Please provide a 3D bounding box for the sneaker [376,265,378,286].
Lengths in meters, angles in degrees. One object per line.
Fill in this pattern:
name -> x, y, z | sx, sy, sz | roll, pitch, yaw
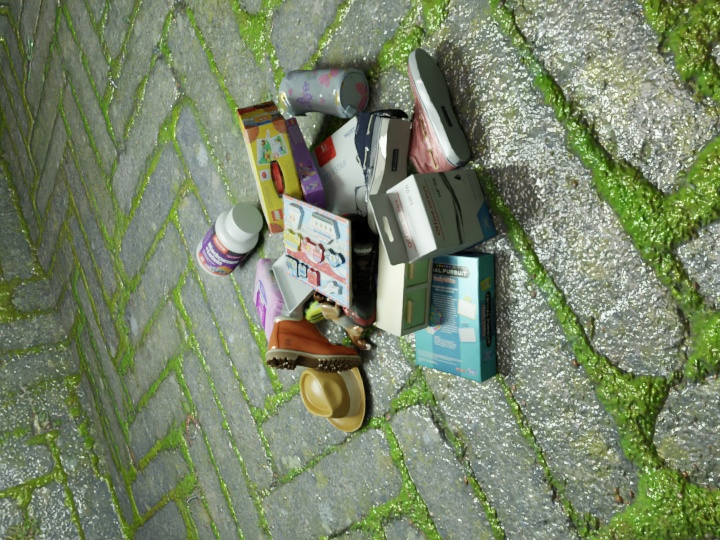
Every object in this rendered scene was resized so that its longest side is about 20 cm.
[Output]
sneaker -> 0.000, 0.000, 1.174 | 0.195, 0.089, 0.076 | 22, 159, 19

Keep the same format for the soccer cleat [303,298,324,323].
soccer cleat -> -0.061, 0.070, 1.294 | 0.082, 0.066, 0.201 | 30, 144, -8

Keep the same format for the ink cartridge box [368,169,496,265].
ink cartridge box -> 0.114, -0.084, 0.957 | 0.067, 0.196, 0.119 | -26, 81, 46

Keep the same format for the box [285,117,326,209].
box -> -0.111, -0.181, 1.228 | 0.139, 0.038, 0.204 | 86, 165, -55

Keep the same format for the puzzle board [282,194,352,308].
puzzle board -> -0.081, -0.037, 1.086 | 0.198, 0.017, 0.156 | 25, 124, 46

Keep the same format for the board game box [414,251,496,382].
board game box -> 0.158, 0.071, 1.059 | 0.148, 0.046, 0.207 | 8, 105, 48

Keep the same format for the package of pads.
package of pads -> -0.184, 0.071, 1.379 | 0.201, 0.073, 0.124 | -126, 43, -55

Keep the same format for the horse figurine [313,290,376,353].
horse figurine -> -0.024, 0.086, 1.199 | 0.131, 0.199, 0.051 | -15, 44, 52

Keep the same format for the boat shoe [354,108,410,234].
boat shoe -> 0.029, -0.172, 1.052 | 0.092, 0.073, 0.207 | 27, 112, 48

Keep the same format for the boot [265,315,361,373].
boot -> -0.091, 0.147, 1.263 | 0.076, 0.193, 0.110 | 120, 156, -56

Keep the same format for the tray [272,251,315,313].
tray -> -0.127, 0.005, 1.304 | 0.107, 0.022, 0.201 | -46, 33, 9

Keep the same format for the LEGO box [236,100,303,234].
LEGO box -> -0.168, -0.198, 1.179 | 0.150, 0.075, 0.205 | -121, 18, -58

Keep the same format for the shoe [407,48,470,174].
shoe -> 0.105, -0.253, 1.026 | 0.090, 0.070, 0.206 | -26, 83, 44

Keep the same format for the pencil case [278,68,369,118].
pencil case -> -0.073, -0.340, 1.191 | 0.197, 0.083, 0.093 | 14, 71, 44

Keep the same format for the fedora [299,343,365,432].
fedora -> -0.072, 0.259, 1.333 | 0.197, 0.080, 0.208 | 15, 111, 45

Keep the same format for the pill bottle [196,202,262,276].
pill bottle -> -0.314, -0.077, 1.506 | 0.199, 0.109, 0.114 | -40, 70, 45

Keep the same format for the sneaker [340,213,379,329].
sneaker -> -0.004, -0.005, 1.064 | 0.098, 0.068, 0.208 | 146, 117, -73

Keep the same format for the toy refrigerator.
toy refrigerator -> 0.078, -0.001, 1.042 | 0.069, 0.074, 0.207 | 18, 112, 44

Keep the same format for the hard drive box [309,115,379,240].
hard drive box -> 0.001, -0.159, 1.161 | 0.154, 0.075, 0.206 | -26, 79, 47
